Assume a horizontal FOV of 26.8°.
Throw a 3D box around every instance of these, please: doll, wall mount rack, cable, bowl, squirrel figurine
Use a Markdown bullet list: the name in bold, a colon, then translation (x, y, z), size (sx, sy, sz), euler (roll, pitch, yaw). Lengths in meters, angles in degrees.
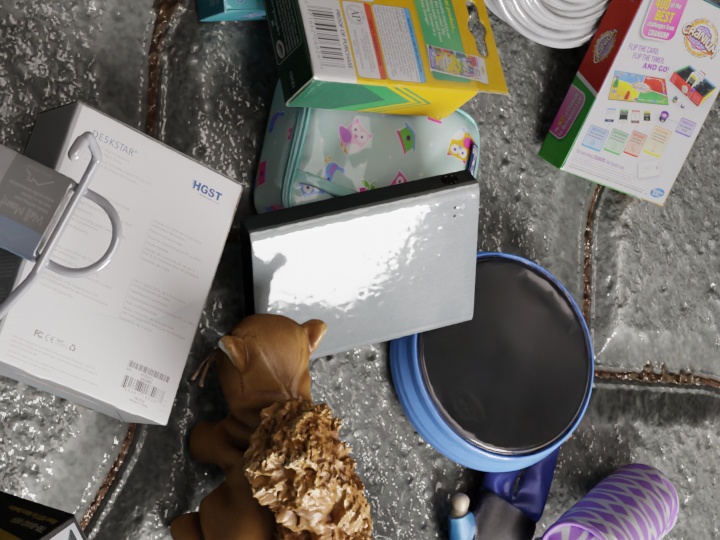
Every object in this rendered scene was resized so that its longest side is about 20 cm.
- **doll**: translation (0.135, 0.229, 1.388), size (0.136, 0.048, 0.201), euler (37, 67, -27)
- **wall mount rack**: translation (-0.273, -0.038, 1.041), size (0.199, 0.075, 0.175), euler (25, 76, 7)
- **cable**: translation (0.194, -0.311, 1.407), size (0.198, 0.069, 0.202), euler (-4, 116, -29)
- **bowl**: translation (0.123, 0.078, 1.364), size (0.199, 0.039, 0.203), euler (6, 75, -23)
- **squirrel figurine**: translation (-0.056, 0.132, 1.164), size (0.140, 0.200, 0.189), euler (-4, 102, -28)

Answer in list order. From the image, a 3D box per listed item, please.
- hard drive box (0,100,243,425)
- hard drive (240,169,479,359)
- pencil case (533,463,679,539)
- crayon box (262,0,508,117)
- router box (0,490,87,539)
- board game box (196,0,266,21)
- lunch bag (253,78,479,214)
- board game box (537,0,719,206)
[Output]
- **hard drive box**: translation (-0.196, -0.002, 1.148), size (0.155, 0.077, 0.202), euler (27, 73, -32)
- **hard drive**: translation (0.000, 0.000, 1.246), size (0.198, 0.033, 0.141), euler (-13, 127, -17)
- **pencil case**: translation (0.232, 0.245, 1.400), size (0.199, 0.083, 0.086), euler (-20, 124, -57)
- **crayon box**: translation (0.019, -0.196, 1.248), size (0.199, 0.051, 0.127), euler (0, 68, -35)
- **router box**: translation (-0.283, 0.211, 0.999), size (0.157, 0.199, 0.053), euler (-35, 110, -32)
- **board game box**: translation (-0.051, -0.292, 1.284), size (0.199, 0.047, 0.153), euler (-8, 92, -36)
- **lunch bag**: translation (0.011, -0.082, 1.298), size (0.199, 0.077, 0.162), euler (20, 76, -32)
- **board game box**: translation (0.276, -0.175, 1.459), size (0.152, 0.040, 0.201), euler (15, 106, -37)
